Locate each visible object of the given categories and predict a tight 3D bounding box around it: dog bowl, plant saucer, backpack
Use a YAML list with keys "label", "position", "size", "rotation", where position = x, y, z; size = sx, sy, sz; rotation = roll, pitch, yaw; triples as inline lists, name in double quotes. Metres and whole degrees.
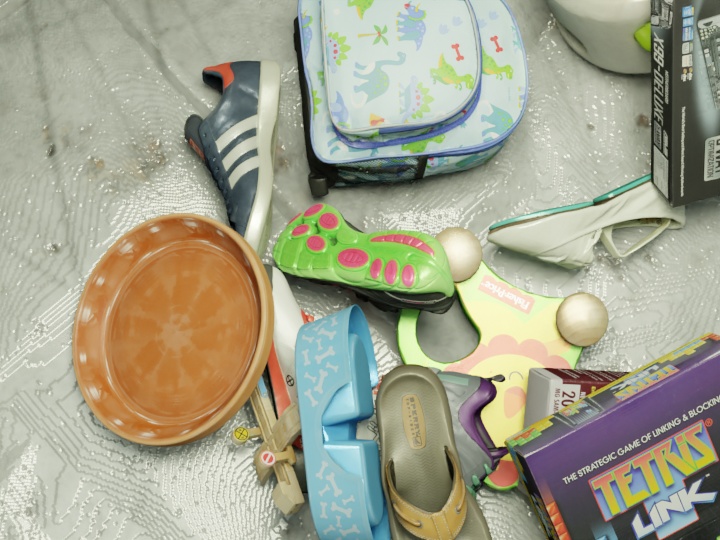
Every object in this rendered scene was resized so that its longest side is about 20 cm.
- label: "dog bowl"
  position: [-0.014, 0.131, 1.201]
  size: [0.049, 0.111, 0.202]
  rotation: [-8, 83, 11]
- label: "plant saucer"
  position: [-0.160, 0.051, 1.275]
  size: [0.199, 0.032, 0.202]
  rotation: [-8, 73, 26]
- label: "backpack"
  position: [0.047, -0.173, 1.314]
  size: [0.198, 0.147, 0.185]
  rotation: [-4, 79, -6]

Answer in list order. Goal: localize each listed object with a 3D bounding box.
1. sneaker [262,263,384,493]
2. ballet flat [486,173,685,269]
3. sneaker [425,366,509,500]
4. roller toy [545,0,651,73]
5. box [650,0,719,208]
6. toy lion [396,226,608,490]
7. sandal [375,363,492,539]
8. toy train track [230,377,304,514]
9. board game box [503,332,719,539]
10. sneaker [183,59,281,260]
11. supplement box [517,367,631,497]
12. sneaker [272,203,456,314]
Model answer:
- label: "sneaker"
  position: [-0.027, 0.087, 1.292]
  size: [0.107, 0.067, 0.203]
  rotation: [-10, 81, -6]
- label: "ballet flat"
  position: [0.210, -0.037, 1.322]
  size: [0.199, 0.069, 0.070]
  rotation: [-18, 78, -19]
- label: "sneaker"
  position: [0.080, 0.183, 1.243]
  size: [0.087, 0.074, 0.202]
  rotation: [1, 94, 17]
- label: "roller toy"
  position: [0.253, -0.281, 1.337]
  size: [0.181, 0.140, 0.201]
  rotation: [16, 76, 25]
- label: "box"
  position: [0.325, -0.165, 1.256]
  size: [0.156, 0.201, 0.050]
  rotation: [-13, 35, -9]
- label: "toy lion"
  position: [0.117, 0.088, 1.304]
  size: [0.199, 0.069, 0.193]
  rotation: [28, 85, 5]
- label: "sandal"
  position: [0.058, 0.174, 1.191]
  size: [0.081, 0.055, 0.202]
  rotation: [-10, 86, 0]
- label: "toy train track"
  position: [-0.096, 0.113, 1.264]
  size: [0.032, 0.115, 0.201]
  rotation: [-7, 61, -28]
- label: "board game box"
  position: [0.240, 0.170, 1.201]
  size: [0.199, 0.057, 0.166]
  rotation: [-27, 104, -8]
- label: "sneaker"
  position: [-0.118, -0.095, 1.329]
  size: [0.084, 0.075, 0.202]
  rotation: [3, 67, -3]
- label: "supplement box"
  position: [0.239, 0.144, 1.258]
  size: [0.198, 0.061, 0.110]
  rotation: [3, 96, -13]
- label: "sneaker"
  position: [0.000, 0.000, 1.280]
  size: [0.199, 0.084, 0.077]
  rotation: [20, 65, 43]
